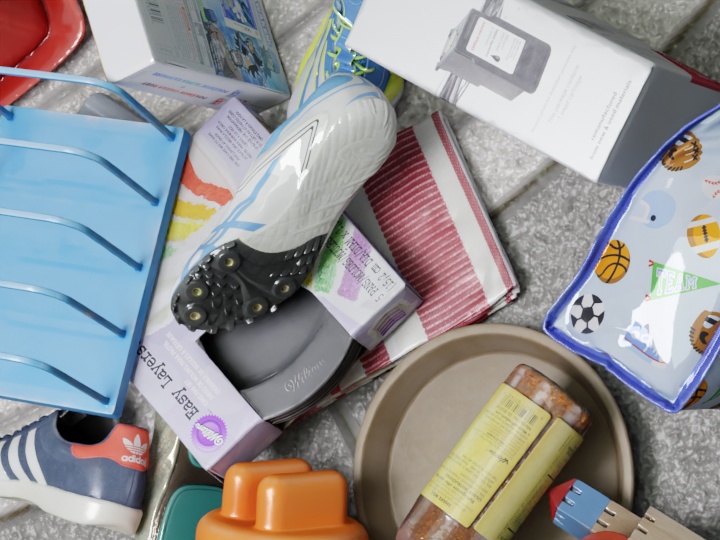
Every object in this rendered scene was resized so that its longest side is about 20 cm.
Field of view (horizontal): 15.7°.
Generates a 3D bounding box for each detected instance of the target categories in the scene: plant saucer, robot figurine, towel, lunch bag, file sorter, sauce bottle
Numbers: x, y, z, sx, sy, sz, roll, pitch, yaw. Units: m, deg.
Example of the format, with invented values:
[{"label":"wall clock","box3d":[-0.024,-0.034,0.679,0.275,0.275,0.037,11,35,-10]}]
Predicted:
[{"label":"plant saucer","box3d":[0.089,0.135,1.704,0.200,0.029,0.200,-2,85,26]},{"label":"robot figurine","box3d":[-0.055,0.226,1.715,0.144,0.117,0.200,5,97,14]},{"label":"towel","box3d":[0.000,0.000,1.765,0.200,0.023,0.144,-30,71,20]},{"label":"lunch bag","box3d":[0.228,-0.017,1.568,0.124,0.170,0.200,32,99,22]},{"label":"file sorter","box3d":[-0.218,-0.022,1.707,0.139,0.123,0.200,8,77,22]},{"label":"sauce bottle","box3d":[0.065,0.153,1.638,0.066,0.066,0.200,37,85,24]}]

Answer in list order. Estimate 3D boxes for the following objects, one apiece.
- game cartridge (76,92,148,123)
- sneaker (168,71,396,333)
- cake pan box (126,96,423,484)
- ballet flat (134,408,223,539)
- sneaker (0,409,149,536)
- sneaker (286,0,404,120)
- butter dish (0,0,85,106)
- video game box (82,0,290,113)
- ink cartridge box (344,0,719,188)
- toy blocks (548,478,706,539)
[{"label":"game cartridge","box3d":[-0.184,-0.009,1.851,0.133,0.040,0.200,32,100,21]},{"label":"sneaker","box3d":[-0.053,-0.043,1.699,0.200,0.072,0.072,-50,33,5]},{"label":"cake pan box","box3d":[-0.084,0.015,1.747,0.184,0.052,0.200,-42,67,4]},{"label":"ballet flat","box3d":[-0.122,0.140,1.800,0.062,0.067,0.200,6,83,51]},{"label":"sneaker","box3d":[-0.215,0.126,1.821,0.200,0.075,0.085,10,83,43]},{"label":"sneaker","box3d":[-0.004,-0.165,1.733,0.076,0.105,0.200,35,101,25]},{"label":"butter dish","box3d":[-0.333,-0.199,1.879,0.199,0.148,0.200,-36,71,20]},{"label":"video game box","box3d":[-0.134,-0.211,1.760,0.047,0.182,0.200,-24,75,26]},{"label":"ink cartridge box","box3d":[0.111,-0.129,1.650,0.200,0.145,0.083,30,102,25]},{"label":"toy blocks","box3d":[0.141,0.214,1.588,0.137,0.100,0.200,31,66,13]}]
